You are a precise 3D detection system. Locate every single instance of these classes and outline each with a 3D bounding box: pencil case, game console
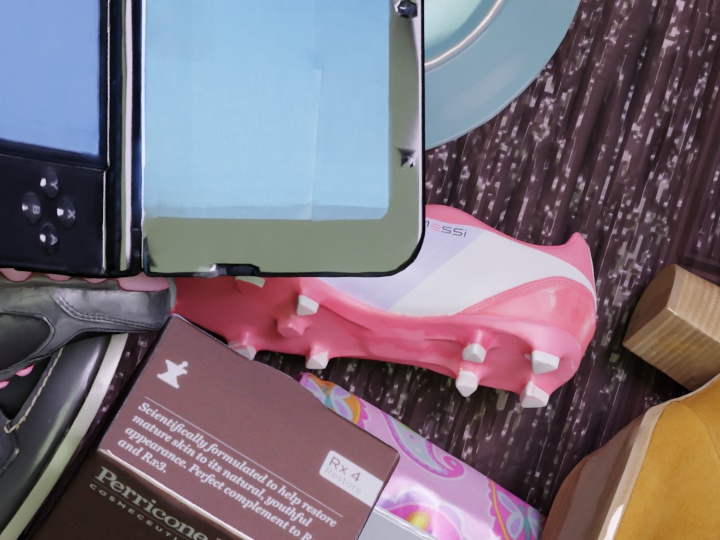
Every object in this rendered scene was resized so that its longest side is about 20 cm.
[{"bbox_3d":[0.029,0.123,1.041,0.200,0.087,0.087,32,90,-7],"label":"pencil case"},{"bbox_3d":[-0.069,-0.100,0.893,0.116,0.176,0.200,-4,84,31],"label":"game console"}]

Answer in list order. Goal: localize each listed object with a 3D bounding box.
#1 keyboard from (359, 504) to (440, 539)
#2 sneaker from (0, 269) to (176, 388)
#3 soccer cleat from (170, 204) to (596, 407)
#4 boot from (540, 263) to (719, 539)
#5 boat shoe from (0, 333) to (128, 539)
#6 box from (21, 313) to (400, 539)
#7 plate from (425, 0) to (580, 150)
[{"bbox_3d":[-0.027,0.173,1.025,0.056,0.011,0.200,32,119,-2],"label":"keyboard"},{"bbox_3d":[-0.169,0.033,0.969,0.200,0.079,0.096,-5,97,-8],"label":"sneaker"},{"bbox_3d":[0.000,0.000,1.046,0.200,0.067,0.077,13,54,1],"label":"soccer cleat"},{"bbox_3d":[0.158,0.102,1.022,0.144,0.071,0.201,32,55,-10],"label":"boot"},{"bbox_3d":[-0.158,0.080,1.021,0.063,0.073,0.200,31,93,-9],"label":"boat shoe"},{"bbox_3d":[-0.075,0.111,0.966,0.100,0.200,0.075,31,50,-4],"label":"box"},{"bbox_3d":[0.001,-0.146,1.048,0.200,0.026,0.200,0,93,-5],"label":"plate"}]
